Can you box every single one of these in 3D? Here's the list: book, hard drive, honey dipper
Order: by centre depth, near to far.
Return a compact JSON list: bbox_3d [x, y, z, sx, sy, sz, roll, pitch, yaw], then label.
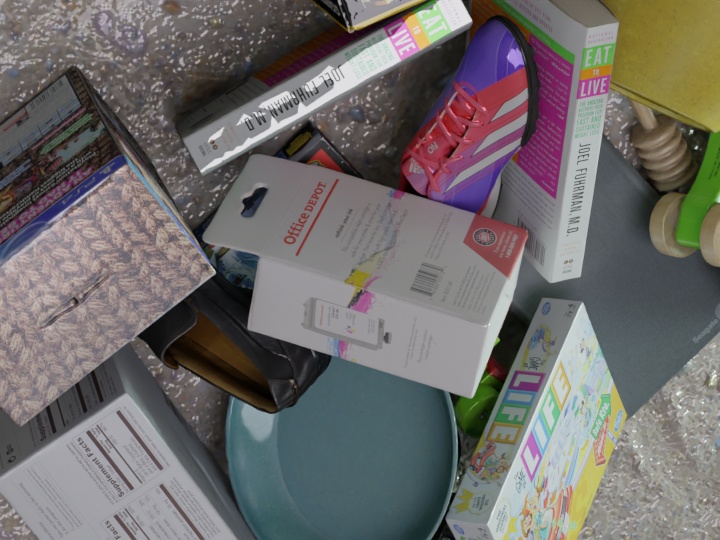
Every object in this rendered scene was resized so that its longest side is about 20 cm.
[{"bbox_3d":[-0.028,-0.130,1.491,0.199,0.134,0.048,-29,98,-2],"label":"book"},{"bbox_3d":[0.118,-0.110,1.531,0.048,0.134,0.201,-13,129,-23],"label":"book"},{"bbox_3d":[0.187,-0.146,1.618,0.038,0.038,0.200,-33,116,-2],"label":"honey dipper"},{"bbox_3d":[0.185,0.004,1.682,0.140,0.033,0.200,-44,118,4],"label":"hard drive"}]

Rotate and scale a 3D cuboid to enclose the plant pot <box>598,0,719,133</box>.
[{"bbox_3d":[0.224,-0.177,1.510,0.199,0.200,0.143,22,95,-25],"label":"plant pot"}]

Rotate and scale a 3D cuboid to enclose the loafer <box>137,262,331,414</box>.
[{"bbox_3d":[-0.120,0.033,1.533,0.199,0.072,0.073,22,130,12],"label":"loafer"}]

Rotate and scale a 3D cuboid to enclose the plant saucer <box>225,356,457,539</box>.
[{"bbox_3d":[-0.007,0.119,1.563,0.036,0.200,0.201,1,117,-54],"label":"plant saucer"}]

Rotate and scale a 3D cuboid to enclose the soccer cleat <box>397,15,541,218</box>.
[{"bbox_3d":[0.067,-0.088,1.519,0.073,0.068,0.200,-18,148,-27],"label":"soccer cleat"}]

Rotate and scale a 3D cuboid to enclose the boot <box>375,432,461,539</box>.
[{"bbox_3d":[0.062,0.177,1.661,0.157,0.080,0.211,18,143,-20],"label":"boot"}]

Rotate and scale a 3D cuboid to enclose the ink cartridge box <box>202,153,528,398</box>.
[{"bbox_3d":[0.000,0.000,1.502,0.199,0.117,0.068,18,128,8],"label":"ink cartridge box"}]

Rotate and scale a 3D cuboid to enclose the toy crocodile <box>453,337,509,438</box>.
[{"bbox_3d":[0.099,0.099,1.651,0.062,0.068,0.200,-39,139,0],"label":"toy crocodile"}]

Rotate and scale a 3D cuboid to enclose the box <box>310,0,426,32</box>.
[{"bbox_3d":[0.056,-0.229,1.468,0.199,0.160,0.050,-24,110,-7],"label":"box"}]

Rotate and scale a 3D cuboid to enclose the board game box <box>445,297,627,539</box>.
[{"bbox_3d":[0.130,0.139,1.613,0.200,0.034,0.135,-63,144,-33],"label":"board game box"}]

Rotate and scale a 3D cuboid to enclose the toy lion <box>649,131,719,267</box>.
[{"bbox_3d":[0.308,-0.066,1.659,0.191,0.069,0.201,11,92,-42],"label":"toy lion"}]

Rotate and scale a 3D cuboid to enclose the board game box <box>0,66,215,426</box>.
[{"bbox_3d":[-0.203,-0.021,1.454,0.159,0.200,0.097,-38,118,1],"label":"board game box"}]

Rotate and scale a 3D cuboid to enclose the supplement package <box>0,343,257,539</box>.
[{"bbox_3d":[-0.167,0.151,1.563,0.111,0.156,0.200,-33,118,0],"label":"supplement package"}]

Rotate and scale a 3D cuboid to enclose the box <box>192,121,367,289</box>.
[{"bbox_3d":[-0.019,0.008,1.616,0.137,0.040,0.200,-42,118,4],"label":"box"}]
